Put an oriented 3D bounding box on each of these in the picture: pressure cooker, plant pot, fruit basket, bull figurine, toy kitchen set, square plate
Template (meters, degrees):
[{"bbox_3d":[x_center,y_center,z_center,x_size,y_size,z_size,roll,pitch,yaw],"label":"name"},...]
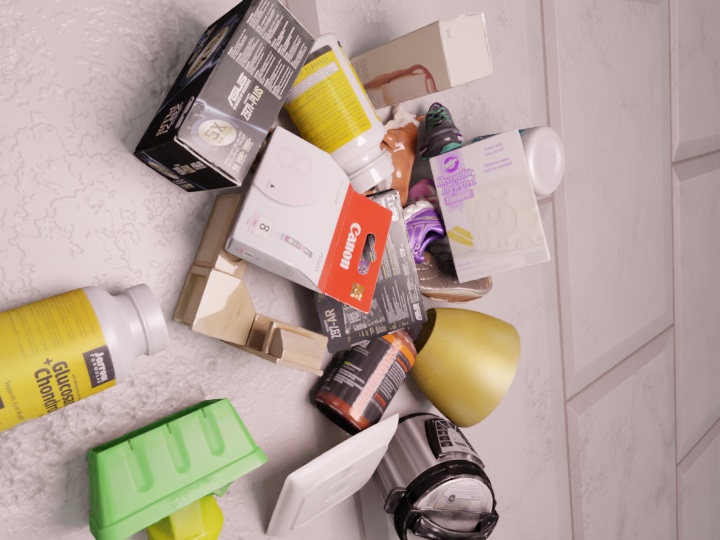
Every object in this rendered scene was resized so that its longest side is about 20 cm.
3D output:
[{"bbox_3d":[0.121,0.356,0.852,0.173,0.200,0.181,-26,117,-7],"label":"pressure cooker"},{"bbox_3d":[0.158,0.144,0.912,0.140,0.200,0.203,32,73,-11],"label":"plant pot"},{"bbox_3d":[-0.219,0.284,0.644,0.212,0.155,0.221,10,72,-31],"label":"fruit basket"},{"bbox_3d":[0.044,-0.179,0.852,0.119,0.065,0.205,7,88,-36],"label":"bull figurine"},{"bbox_3d":[-0.103,0.024,0.690,0.198,0.162,0.184,25,79,-37],"label":"toy kitchen set"},{"bbox_3d":[-0.038,0.312,0.781,0.197,0.029,0.200,-19,144,-35],"label":"square plate"}]

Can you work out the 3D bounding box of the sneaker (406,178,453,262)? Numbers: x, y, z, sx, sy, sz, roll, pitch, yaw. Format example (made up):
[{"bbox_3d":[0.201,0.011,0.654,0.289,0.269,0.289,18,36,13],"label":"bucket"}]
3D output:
[{"bbox_3d":[0.151,-0.088,0.942,0.089,0.079,0.202,-52,128,-28],"label":"sneaker"}]

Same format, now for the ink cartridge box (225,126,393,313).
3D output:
[{"bbox_3d":[-0.048,-0.062,0.657,0.196,0.057,0.166,23,63,-14],"label":"ink cartridge box"}]

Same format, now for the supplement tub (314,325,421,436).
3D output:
[{"bbox_3d":[0.021,0.154,0.835,0.107,0.106,0.201,50,64,-30],"label":"supplement tub"}]

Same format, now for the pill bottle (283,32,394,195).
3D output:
[{"bbox_3d":[-0.033,-0.210,0.736,0.111,0.111,0.203,-37,104,-29],"label":"pill bottle"}]

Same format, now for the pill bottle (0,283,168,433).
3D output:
[{"bbox_3d":[-0.315,0.084,0.558,0.197,0.111,0.115,-22,107,-34],"label":"pill bottle"}]

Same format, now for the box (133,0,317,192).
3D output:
[{"bbox_3d":[-0.163,-0.203,0.621,0.086,0.162,0.203,34,74,-35],"label":"box"}]

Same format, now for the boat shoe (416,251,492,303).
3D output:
[{"bbox_3d":[0.126,0.021,0.905,0.195,0.072,0.077,12,58,-10],"label":"boat shoe"}]

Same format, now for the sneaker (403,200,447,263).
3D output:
[{"bbox_3d":[0.054,-0.032,0.828,0.198,0.084,0.081,-35,160,-9],"label":"sneaker"}]

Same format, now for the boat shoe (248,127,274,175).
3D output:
[{"bbox_3d":[-0.097,-0.134,0.737,0.198,0.071,0.077,32,75,-36],"label":"boat shoe"}]

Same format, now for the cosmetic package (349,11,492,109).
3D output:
[{"bbox_3d":[0.085,-0.305,0.786,0.102,0.198,0.089,-26,108,-33],"label":"cosmetic package"}]

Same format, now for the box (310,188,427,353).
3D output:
[{"bbox_3d":[0.000,0.000,0.769,0.157,0.044,0.205,-17,103,-6],"label":"box"}]

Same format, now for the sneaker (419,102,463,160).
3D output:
[{"bbox_3d":[0.124,-0.234,0.867,0.200,0.073,0.089,-46,118,-77],"label":"sneaker"}]

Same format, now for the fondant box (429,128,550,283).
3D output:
[{"bbox_3d":[0.201,-0.096,0.820,0.058,0.141,0.205,-6,81,-67],"label":"fondant box"}]

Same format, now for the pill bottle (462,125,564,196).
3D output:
[{"bbox_3d":[0.246,-0.185,0.926,0.109,0.198,0.114,-3,96,-38],"label":"pill bottle"}]
